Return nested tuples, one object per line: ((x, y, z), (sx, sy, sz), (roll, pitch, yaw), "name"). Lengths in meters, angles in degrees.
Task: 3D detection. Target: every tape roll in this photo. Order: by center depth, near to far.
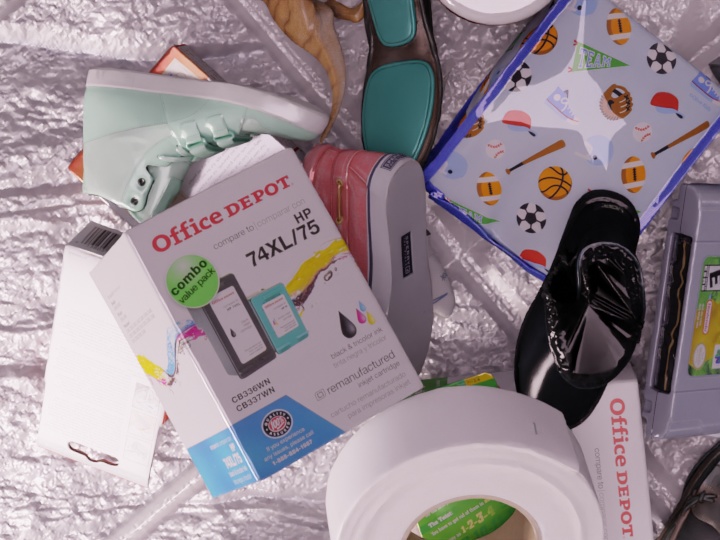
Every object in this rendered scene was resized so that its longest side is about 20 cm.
((0.076, 0.183, 1.398), (0.202, 0.071, 0.203), (-3, 123, -5), "tape roll")

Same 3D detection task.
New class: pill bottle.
((0.100, -0.239, 1.427), (0.109, 0.200, 0.110), (0, 97, 3), "pill bottle")

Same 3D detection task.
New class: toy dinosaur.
((-0.036, -0.197, 1.507), (0.106, 0.060, 0.200), (-39, 67, 6), "toy dinosaur")

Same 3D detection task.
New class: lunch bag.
((0.162, -0.099, 1.482), (0.170, 0.124, 0.200), (36, 91, -3), "lunch bag")

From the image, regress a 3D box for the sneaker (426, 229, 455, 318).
((-0.013, 0.048, 1.536), (0.200, 0.075, 0.087), (-32, 99, 7), "sneaker")

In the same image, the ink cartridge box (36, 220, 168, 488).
((-0.195, 0.070, 1.543), (0.109, 0.050, 0.200), (20, 121, 9), "ink cartridge box")

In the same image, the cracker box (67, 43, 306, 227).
((-0.116, -0.067, 1.533), (0.200, 0.058, 0.134), (43, 99, -2), "cracker box")

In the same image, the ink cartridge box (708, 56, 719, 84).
((0.362, -0.097, 1.457), (0.083, 0.146, 0.200), (-33, 95, 5), "ink cartridge box")

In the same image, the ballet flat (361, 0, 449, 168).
((0.039, -0.166, 1.491), (0.068, 0.068, 0.201), (-1, 88, 25), "ballet flat")

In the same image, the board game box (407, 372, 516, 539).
((0.089, 0.182, 1.482), (0.095, 0.030, 0.201), (-18, 102, 6), "board game box")

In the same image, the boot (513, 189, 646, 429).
((0.156, 0.051, 1.380), (0.076, 0.168, 0.201), (16, 110, 3), "boot")

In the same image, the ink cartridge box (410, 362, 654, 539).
((0.132, 0.157, 1.533), (0.199, 0.084, 0.147), (-7, 98, 5), "ink cartridge box")

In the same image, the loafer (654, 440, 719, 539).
((0.279, 0.217, 1.542), (0.072, 0.063, 0.200), (35, 98, -5), "loafer")

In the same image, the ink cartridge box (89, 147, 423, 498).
((-0.081, 0.041, 1.400), (0.146, 0.146, 0.200), (-29, 89, -20), "ink cartridge box")

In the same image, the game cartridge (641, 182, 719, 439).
((0.287, 0.032, 1.495), (0.040, 0.133, 0.201), (17, 104, 46), "game cartridge")

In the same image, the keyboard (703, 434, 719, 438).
((0.291, 0.037, 1.548), (0.056, 0.011, 0.201), (8, 98, -3), "keyboard")

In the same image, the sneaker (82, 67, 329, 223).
((-0.121, -0.086, 1.455), (0.200, 0.074, 0.119), (8, 92, 20), "sneaker")

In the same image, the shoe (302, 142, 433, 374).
((0.000, 0.000, 1.470), (0.091, 0.071, 0.201), (14, 116, 34), "shoe")
